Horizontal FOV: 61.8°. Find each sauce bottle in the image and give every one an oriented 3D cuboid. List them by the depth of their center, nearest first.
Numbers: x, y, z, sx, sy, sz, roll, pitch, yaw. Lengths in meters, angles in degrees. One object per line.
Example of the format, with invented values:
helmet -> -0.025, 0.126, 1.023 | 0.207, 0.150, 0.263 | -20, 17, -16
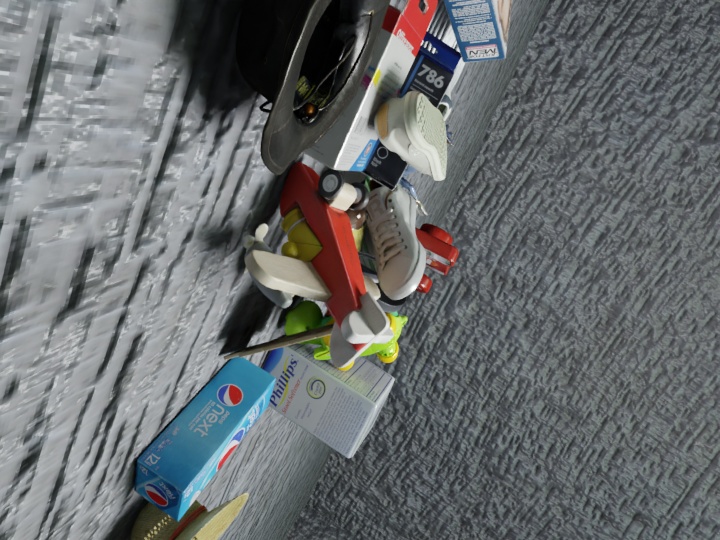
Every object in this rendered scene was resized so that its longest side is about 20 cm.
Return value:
sauce bottle -> -0.021, -0.078, 0.887 | 0.065, 0.064, 0.202 | -55, 165, -31

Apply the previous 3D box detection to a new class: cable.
cable -> 0.117, -0.336, 0.889 | 0.204, 0.068, 0.200 | -66, 169, 23

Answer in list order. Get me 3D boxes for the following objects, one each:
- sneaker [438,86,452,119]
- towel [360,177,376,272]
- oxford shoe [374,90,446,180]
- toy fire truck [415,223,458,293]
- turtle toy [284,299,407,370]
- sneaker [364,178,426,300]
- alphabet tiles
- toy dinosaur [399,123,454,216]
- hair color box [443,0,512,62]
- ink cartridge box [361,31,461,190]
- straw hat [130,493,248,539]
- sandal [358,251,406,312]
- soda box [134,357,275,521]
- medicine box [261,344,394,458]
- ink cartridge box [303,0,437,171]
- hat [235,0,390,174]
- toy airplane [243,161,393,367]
sneaker -> 0.062, -0.196, 0.861 | 0.201, 0.071, 0.073 | 127, -31, -48
towel -> 0.008, -0.048, 0.967 | 0.023, 0.156, 0.202 | -11, 150, -15
oxford shoe -> 0.064, -0.152, 0.693 | 0.199, 0.056, 0.078 | 12, 75, -69
toy fire truck -> 0.078, -0.055, 1.065 | 0.114, 0.196, 0.168 | -60, 171, -9
turtle toy -> -0.023, 0.086, 0.944 | 0.147, 0.193, 0.104 | 80, 1, -63
sneaker -> 0.032, -0.050, 0.781 | 0.072, 0.084, 0.203 | -32, -145, 24
alphabet tiles -> -0.072, 0.085, 0.787 | 0.166, 0.194, 0.007 | 4, 71, -83
toy dinosaur -> 0.076, -0.198, 1.045 | 0.178, 0.200, 0.107 | -14, -135, 40
hair color box -> 0.131, -0.349, 0.695 | 0.200, 0.059, 0.103 | 44, 53, -61
ink cartridge box -> 0.048, -0.215, 0.759 | 0.204, 0.098, 0.039 | -63, -176, -2
straw hat -> -0.243, 0.333, 0.770 | 0.201, 0.085, 0.202 | -46, 165, -15
sandal -> 0.000, 0.000, 0.853 | 0.043, 0.198, 0.077 | -45, -144, 20
soda box -> -0.187, 0.198, 0.746 | 0.201, 0.067, 0.065 | -51, 166, -51
medicine box -> -0.057, 0.199, 1.041 | 0.105, 0.197, 0.182 | -62, 170, 9
ink cartridge box -> 0.004, -0.212, 0.634 | 0.204, 0.066, 0.116 | -64, 170, 14
hat -> -0.044, -0.178, 0.453 | 0.203, 0.080, 0.201 | -55, 175, -7
toy airplane -> -0.045, 0.008, 0.658 | 0.138, 0.202, 0.202 | -20, -149, 23
